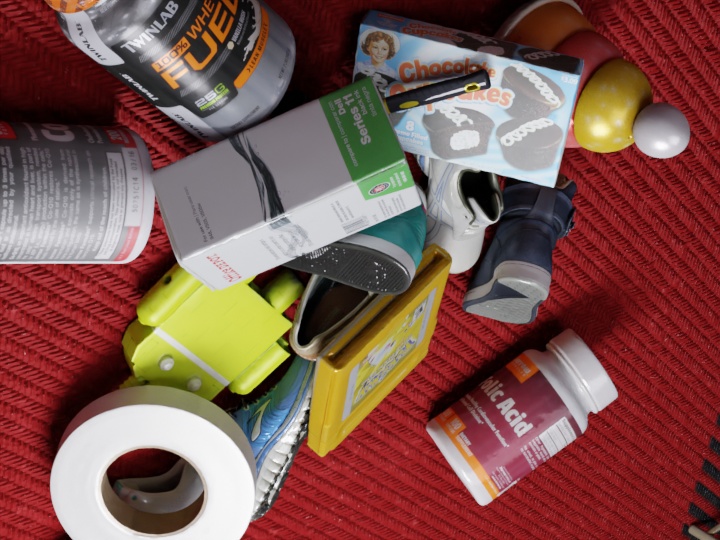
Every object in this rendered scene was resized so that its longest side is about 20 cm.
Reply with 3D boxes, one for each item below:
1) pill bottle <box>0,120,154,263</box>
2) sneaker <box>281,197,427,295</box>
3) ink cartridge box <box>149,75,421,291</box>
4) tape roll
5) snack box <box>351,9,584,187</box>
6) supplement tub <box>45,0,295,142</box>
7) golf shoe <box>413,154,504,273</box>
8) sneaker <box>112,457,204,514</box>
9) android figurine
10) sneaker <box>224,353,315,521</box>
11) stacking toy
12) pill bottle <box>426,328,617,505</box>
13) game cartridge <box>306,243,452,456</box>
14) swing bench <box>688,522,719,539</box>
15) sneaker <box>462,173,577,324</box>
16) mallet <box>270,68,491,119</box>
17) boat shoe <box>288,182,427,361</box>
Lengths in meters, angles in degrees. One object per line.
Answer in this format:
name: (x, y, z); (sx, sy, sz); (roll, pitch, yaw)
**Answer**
pill bottle: (-0.276, -0.062, 1.194); (0.199, 0.114, 0.115); (0, 125, -33)
sneaker: (-0.024, -0.063, 1.360); (0.084, 0.199, 0.121); (96, 20, -50)
ink cartridge box: (-0.059, -0.067, 1.235); (0.199, 0.084, 0.147); (-23, 168, 2)
tape roll: (-0.198, 0.206, 1.437); (0.201, 0.037, 0.204); (0, 117, -1)
snack box: (0.090, -0.154, 1.329); (0.198, 0.037, 0.117); (14, 126, 8)
supplement tub: (-0.152, -0.197, 1.158); (0.123, 0.123, 0.200); (-46, 136, 8)
golf shoe: (0.100, -0.059, 1.455); (0.078, 0.097, 0.201); (-25, 136, -16)
sneaker: (-0.244, 0.258, 1.521); (0.199, 0.075, 0.089); (-32, 123, -15)
android figurine: (-0.146, 0.059, 1.432); (0.200, 0.041, 0.182); (-42, 136, 1)
sneaker: (-0.095, 0.147, 1.504); (0.201, 0.089, 0.079); (-62, 169, -5)
stacking toy: (0.216, -0.153, 1.363); (0.146, 0.200, 0.147); (-28, 136, -30)
pill bottle: (0.184, 0.162, 1.678); (0.199, 0.114, 0.114); (-36, 136, -3)
game cartridge: (0.017, 0.085, 1.482); (0.176, 0.032, 0.201); (-43, 160, -26)
swing bench: (0.588, 0.448, 2.112); (0.129, 0.200, 0.200); (-32, 136, -6)
sneaker: (0.164, -0.029, 1.535); (0.076, 0.147, 0.202); (15, 163, -7)
mallet: (0.021, -0.138, 1.318); (0.198, 0.041, 0.066); (-7, 136, 13)
boat shoe: (0.000, 0.000, 1.425); (0.201, 0.074, 0.068); (-60, 169, 3)
